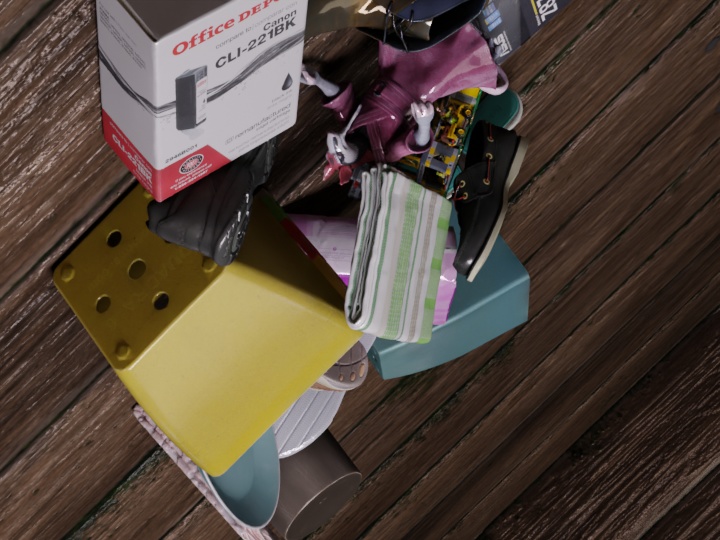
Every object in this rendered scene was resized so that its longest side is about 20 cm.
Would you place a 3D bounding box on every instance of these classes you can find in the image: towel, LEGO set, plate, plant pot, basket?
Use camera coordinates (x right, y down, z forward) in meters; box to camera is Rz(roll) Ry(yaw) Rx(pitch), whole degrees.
[{"bbox_3d":[-0.164,0.239,1.715,0.032,0.200,0.191,-41,158,-9],"label":"towel"},{"bbox_3d":[0.048,-0.138,1.547,0.200,0.115,0.155,95,16,-80],"label":"LEGO set"},{"bbox_3d":[-0.134,0.162,1.529,0.025,0.202,0.200,-18,165,18],"label":"plate"},{"bbox_3d":[0.084,0.033,1.863,0.199,0.142,0.142,-32,157,-9],"label":"plant pot"},{"bbox_3d":[0.035,-0.010,1.427,0.200,0.030,0.151,20,80,-69],"label":"towel"},{"bbox_3d":[-0.154,0.028,1.369,0.200,0.200,0.176,-44,146,4],"label":"plant pot"},{"bbox_3d":[-0.102,0.195,1.739,0.136,0.200,0.181,-37,159,-13],"label":"basket"}]

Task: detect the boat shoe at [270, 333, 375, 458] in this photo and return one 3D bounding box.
[{"bbox_3d":[-0.045,0.120,1.669,0.200,0.072,0.071,-52,-177,-9],"label":"boat shoe"}]

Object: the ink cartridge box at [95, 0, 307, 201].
[{"bbox_3d":[-0.121,-0.168,1.177,0.144,0.084,0.201,-32,156,-23],"label":"ink cartridge box"}]

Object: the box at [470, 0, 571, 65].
[{"bbox_3d":[0.163,-0.302,1.482,0.161,0.049,0.200,-40,159,1],"label":"box"}]

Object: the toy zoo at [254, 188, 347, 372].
[{"bbox_3d":[-0.085,0.029,1.457,0.131,0.200,0.020,-45,144,6],"label":"toy zoo"}]

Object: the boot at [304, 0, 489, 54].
[{"bbox_3d":[0.016,-0.224,1.296,0.199,0.097,0.075,-34,157,-23],"label":"boot"}]

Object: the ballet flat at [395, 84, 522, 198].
[{"bbox_3d":[0.099,-0.126,1.694,0.200,0.069,0.070,-42,159,-6],"label":"ballet flat"}]

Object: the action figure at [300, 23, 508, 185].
[{"bbox_3d":[0.029,-0.160,1.410,0.201,0.134,0.149,-52,160,-3],"label":"action figure"}]

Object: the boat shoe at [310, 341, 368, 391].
[{"bbox_3d":[-0.089,0.073,1.584,0.072,0.199,0.076,-34,-152,58],"label":"boat shoe"}]

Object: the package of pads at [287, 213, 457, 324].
[{"bbox_3d":[0.000,0.000,1.597,0.198,0.076,0.121,4,153,-3],"label":"package of pads"}]

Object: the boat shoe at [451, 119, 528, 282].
[{"bbox_3d":[0.120,-0.072,1.563,0.074,0.063,0.202,120,-9,-50],"label":"boat shoe"}]

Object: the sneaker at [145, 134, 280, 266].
[{"bbox_3d":[-0.120,-0.094,1.289,0.201,0.090,0.076,-71,175,-46],"label":"sneaker"}]
